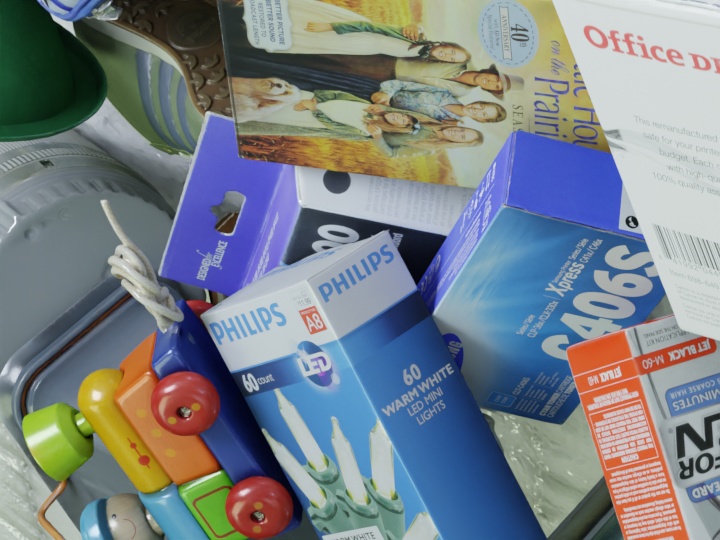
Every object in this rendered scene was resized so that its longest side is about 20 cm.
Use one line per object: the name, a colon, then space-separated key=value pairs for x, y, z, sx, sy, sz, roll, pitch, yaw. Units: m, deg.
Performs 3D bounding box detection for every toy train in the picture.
toy train: x=-0.121 y=0.063 z=1.478 sx=0.115 sy=0.085 sz=0.200 roll=-26 pitch=116 yaw=16

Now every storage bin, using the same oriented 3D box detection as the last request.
storage bin: x=-0.095 y=0.119 z=1.627 sx=0.134 sy=0.145 sz=0.200 roll=25 pitch=150 yaw=59

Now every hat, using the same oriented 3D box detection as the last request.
hat: x=-0.209 y=-0.182 z=1.505 sx=0.166 sy=0.199 sz=0.177 roll=-114 pitch=35 yaw=-54

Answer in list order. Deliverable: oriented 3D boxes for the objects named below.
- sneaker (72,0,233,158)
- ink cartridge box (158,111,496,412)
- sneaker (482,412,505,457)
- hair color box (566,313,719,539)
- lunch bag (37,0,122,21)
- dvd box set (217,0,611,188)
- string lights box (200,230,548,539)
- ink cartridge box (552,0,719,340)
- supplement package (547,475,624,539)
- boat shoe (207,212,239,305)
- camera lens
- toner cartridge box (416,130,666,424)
sneaker: x=-0.081 y=-0.092 z=1.595 sx=0.200 sy=0.067 sz=0.090 roll=38 pitch=154 yaw=28
ink cartridge box: x=0.000 y=0.000 z=1.523 sx=0.199 sy=0.044 sz=0.198 roll=13 pitch=154 yaw=-5
sneaker: x=0.043 y=0.092 z=1.569 sx=0.200 sy=0.080 sz=0.071 roll=179 pitch=91 yaw=-72
hair color box: x=0.182 y=0.113 z=1.364 sx=0.064 sy=0.111 sz=0.201 roll=-21 pitch=85 yaw=64
lunch bag: x=-0.165 y=-0.214 z=1.448 sx=0.200 sy=0.076 sz=0.160 roll=52 pitch=156 yaw=-7
dvd box set: x=0.037 y=-0.092 z=1.355 sx=0.199 sy=0.029 sz=0.147 roll=8 pitch=145 yaw=8
string lights box: x=0.013 y=0.088 z=1.446 sx=0.103 sy=0.059 sz=0.200 roll=-19 pitch=101 yaw=55
ink cartridge box: x=0.179 y=-0.058 z=1.238 sx=0.145 sy=0.085 sz=0.200 roll=17 pitch=144 yaw=44
supplement package: x=0.169 y=0.192 z=1.475 sx=0.151 sy=0.200 sz=0.152 roll=53 pitch=153 yaw=-16
boat shoe: x=-0.053 y=0.049 z=1.744 sx=0.074 sy=0.076 sz=0.200 roll=23 pitch=145 yaw=43
camera lens: x=-0.193 y=-0.003 z=1.737 sx=0.200 sy=0.160 sz=0.160 roll=32 pitch=155 yaw=59
toner cartridge box: x=0.086 y=0.007 z=1.418 sx=0.095 sy=0.043 sz=0.200 roll=15 pitch=151 yaw=-8
